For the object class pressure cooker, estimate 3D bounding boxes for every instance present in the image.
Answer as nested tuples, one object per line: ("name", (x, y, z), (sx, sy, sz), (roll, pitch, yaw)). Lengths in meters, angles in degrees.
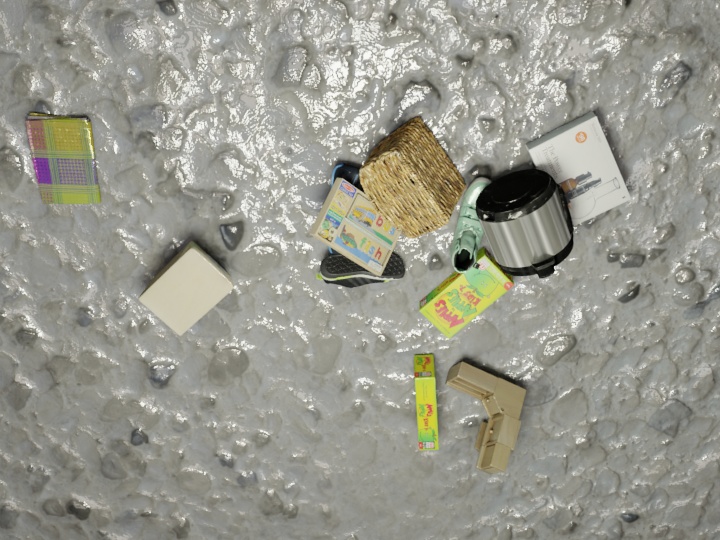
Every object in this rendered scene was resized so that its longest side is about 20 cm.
("pressure cooker", (0.343, -0.085, 1.578), (0.178, 0.176, 0.201), (3, 129, 45))

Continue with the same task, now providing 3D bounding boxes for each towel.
("towel", (-0.645, -0.242, 1.673), (0.142, 0.023, 0.202), (1, 116, 2))

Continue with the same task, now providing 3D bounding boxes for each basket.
("basket", (0.105, -0.188, 1.615), (0.142, 0.149, 0.200), (-24, 115, 40))

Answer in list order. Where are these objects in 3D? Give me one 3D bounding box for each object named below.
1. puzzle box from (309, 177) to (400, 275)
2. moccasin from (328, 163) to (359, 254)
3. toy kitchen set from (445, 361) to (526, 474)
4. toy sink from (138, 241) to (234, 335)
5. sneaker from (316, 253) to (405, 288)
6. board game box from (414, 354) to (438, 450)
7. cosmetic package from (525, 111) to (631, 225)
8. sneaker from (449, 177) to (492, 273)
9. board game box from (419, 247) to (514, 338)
("puzzle box", (-0.002, -0.090, 1.626), (0.199, 0.025, 0.134), (31, 81, -35))
("moccasin", (-0.033, -0.126, 1.653), (0.067, 0.081, 0.202), (8, 116, 7))
("toy kitchen set", (0.263, 0.359, 1.824), (0.179, 0.201, 0.163), (24, 156, -7))
("toy sink", (-0.378, 0.024, 1.730), (0.130, 0.112, 0.200), (43, 115, -15))
("sneaker", (0.000, 0.000, 1.731), (0.198, 0.072, 0.083), (2, 152, -5))
("board game box", (0.157, 0.314, 1.826), (0.047, 0.102, 0.202), (-4, 114, 4))
("cosmetic package", (0.456, -0.207, 1.604), (0.150, 0.052, 0.201), (-27, 110, 12))
("sneaker", (0.244, -0.090, 1.633), (0.073, 0.118, 0.202), (14, 114, -1))
("board game box", (0.239, 0.053, 1.738), (0.101, 0.048, 0.200), (42, 110, -15))
